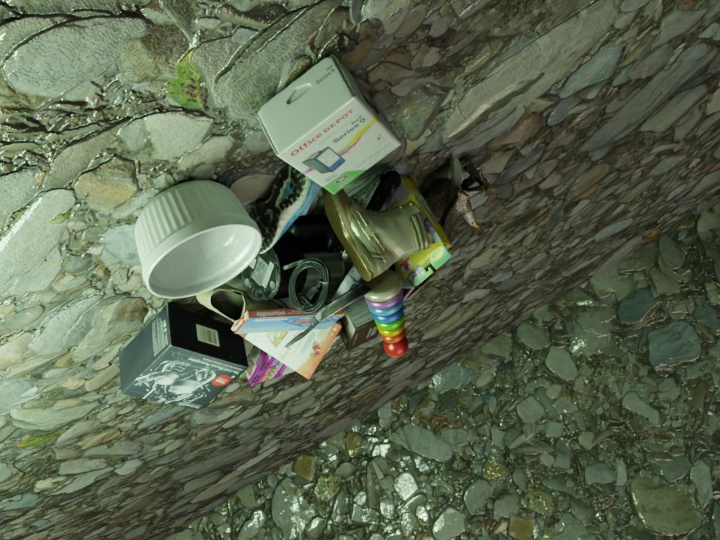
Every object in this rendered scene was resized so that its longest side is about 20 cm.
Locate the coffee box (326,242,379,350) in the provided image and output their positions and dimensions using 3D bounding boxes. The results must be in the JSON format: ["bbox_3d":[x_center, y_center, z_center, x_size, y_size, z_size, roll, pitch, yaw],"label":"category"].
[{"bbox_3d":[-0.031,0.056,1.598,0.078,0.202,0.115,-21,158,-19],"label":"coffee box"}]

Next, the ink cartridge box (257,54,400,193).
[{"bbox_3d":[-0.044,-0.216,1.110,0.144,0.089,0.200,-34,157,12],"label":"ink cartridge box"}]

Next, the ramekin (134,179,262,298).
[{"bbox_3d":[-0.267,-0.055,1.169,0.197,0.106,0.201,-26,159,-10],"label":"ramekin"}]

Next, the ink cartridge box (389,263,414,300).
[{"bbox_3d":[0.055,-0.022,1.562,0.038,0.203,0.100,1,146,-26],"label":"ink cartridge box"}]

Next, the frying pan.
[{"bbox_3d":[-0.056,0.077,1.365,0.188,0.031,0.115,-32,178,28],"label":"frying pan"}]

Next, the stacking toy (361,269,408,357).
[{"bbox_3d":[0.058,0.100,1.488,0.084,0.086,0.203,-24,128,-14],"label":"stacking toy"}]

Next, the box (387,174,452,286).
[{"bbox_3d":[0.103,-0.079,1.475,0.117,0.202,0.048,-40,156,28],"label":"box"}]

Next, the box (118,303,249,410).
[{"bbox_3d":[-0.366,0.186,1.504,0.182,0.105,0.198,-40,138,26],"label":"box"}]

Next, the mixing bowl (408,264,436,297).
[{"bbox_3d":[0.089,-0.015,1.681,0.199,0.109,0.200,-40,-170,9],"label":"mixing bowl"}]

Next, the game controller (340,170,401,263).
[{"bbox_3d":[0.021,-0.106,1.437,0.202,0.042,0.104,-61,179,15],"label":"game controller"}]

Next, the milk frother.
[{"bbox_3d":[-0.096,0.011,1.417,0.186,0.202,0.181,-5,145,-48],"label":"milk frother"}]

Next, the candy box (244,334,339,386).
[{"bbox_3d":[-0.160,0.183,1.668,0.197,0.062,0.137,-14,153,-38],"label":"candy box"}]

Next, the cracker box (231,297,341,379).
[{"bbox_3d":[-0.154,0.116,1.526,0.135,0.198,0.058,-57,-175,6],"label":"cracker box"}]

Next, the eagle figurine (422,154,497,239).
[{"bbox_3d":[0.194,-0.131,1.548,0.199,0.152,0.152,-41,169,8],"label":"eagle figurine"}]

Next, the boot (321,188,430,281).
[{"bbox_3d":[0.028,-0.101,1.342,0.153,0.203,0.072,-26,173,-18],"label":"boot"}]

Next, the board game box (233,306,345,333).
[{"bbox_3d":[-0.138,0.096,1.410,0.196,0.020,0.103,-1,161,-27],"label":"board game box"}]

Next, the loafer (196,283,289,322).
[{"bbox_3d":[-0.229,0.076,1.439,0.197,0.068,0.077,17,99,-21],"label":"loafer"}]

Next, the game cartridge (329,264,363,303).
[{"bbox_3d":[0.000,0.000,1.452,0.131,0.038,0.200,-59,-179,-29],"label":"game cartridge"}]

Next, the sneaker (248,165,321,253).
[{"bbox_3d":[-0.129,-0.102,1.290,0.089,0.079,0.200,-8,150,-51],"label":"sneaker"}]
